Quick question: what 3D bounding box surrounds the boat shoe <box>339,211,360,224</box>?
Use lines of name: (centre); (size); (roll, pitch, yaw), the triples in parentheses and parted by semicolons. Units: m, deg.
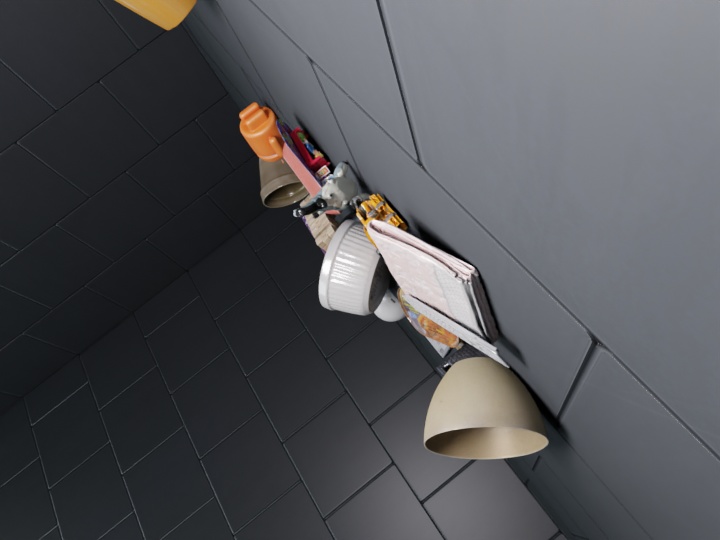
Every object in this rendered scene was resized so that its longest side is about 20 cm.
boat shoe: (-0.012, -0.097, 1.298); (0.068, 0.074, 0.199); (46, -179, -14)

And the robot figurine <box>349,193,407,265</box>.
robot figurine: (0.047, -0.062, 0.895); (0.145, 0.058, 0.200); (51, 177, 24)

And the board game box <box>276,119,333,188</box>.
board game box: (-0.108, -0.262, 1.126); (0.200, 0.039, 0.159); (50, -166, -30)

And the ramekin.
ramekin: (0.000, 0.000, 1.089); (0.104, 0.202, 0.200); (17, 166, 16)

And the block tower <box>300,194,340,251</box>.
block tower: (-0.089, -0.116, 1.199); (0.058, 0.054, 0.201); (35, -163, -37)

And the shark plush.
shark plush: (-0.051, -0.115, 0.906); (0.091, 0.083, 0.200); (46, -148, -10)

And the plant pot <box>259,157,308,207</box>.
plant pot: (-0.301, -0.360, 1.920); (0.200, 0.198, 0.175); (65, -177, -78)

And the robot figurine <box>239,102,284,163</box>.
robot figurine: (-0.286, -0.410, 1.530); (0.142, 0.118, 0.200); (8, 157, 21)

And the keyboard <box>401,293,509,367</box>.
keyboard: (0.142, 0.090, 0.785); (0.199, 0.011, 0.056); (32, 167, 45)

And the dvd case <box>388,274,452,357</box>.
dvd case: (0.132, 0.074, 1.059); (0.200, 0.025, 0.151); (51, 158, 20)

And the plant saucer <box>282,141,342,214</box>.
plant saucer: (-0.108, -0.221, 1.200); (0.201, 0.037, 0.200); (53, -167, -11)

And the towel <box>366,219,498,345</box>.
towel: (0.108, 0.022, 0.753); (0.190, 0.032, 0.200); (32, 164, 39)

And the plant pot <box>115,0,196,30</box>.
plant pot: (-0.418, -0.584, 0.986); (0.183, 0.200, 0.200); (34, -169, -44)

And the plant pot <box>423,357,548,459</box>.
plant pot: (0.205, 0.228, 0.864); (0.201, 0.198, 0.136); (56, -151, -50)

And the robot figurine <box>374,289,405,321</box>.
robot figurine: (0.063, 0.045, 1.340); (0.200, 0.149, 0.126); (-130, 40, -50)

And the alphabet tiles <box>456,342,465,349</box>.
alphabet tiles: (0.245, 0.186, 1.231); (0.201, 0.006, 0.166); (53, 178, -2)

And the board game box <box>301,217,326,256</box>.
board game box: (-0.062, -0.064, 1.271); (0.119, 0.032, 0.201); (15, -148, -46)

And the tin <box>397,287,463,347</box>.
tin: (0.135, 0.077, 0.958); (0.113, 0.042, 0.200); (60, 164, -17)

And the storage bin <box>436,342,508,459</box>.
storage bin: (0.257, 0.258, 1.026); (0.201, 0.093, 0.135); (53, 177, -13)
